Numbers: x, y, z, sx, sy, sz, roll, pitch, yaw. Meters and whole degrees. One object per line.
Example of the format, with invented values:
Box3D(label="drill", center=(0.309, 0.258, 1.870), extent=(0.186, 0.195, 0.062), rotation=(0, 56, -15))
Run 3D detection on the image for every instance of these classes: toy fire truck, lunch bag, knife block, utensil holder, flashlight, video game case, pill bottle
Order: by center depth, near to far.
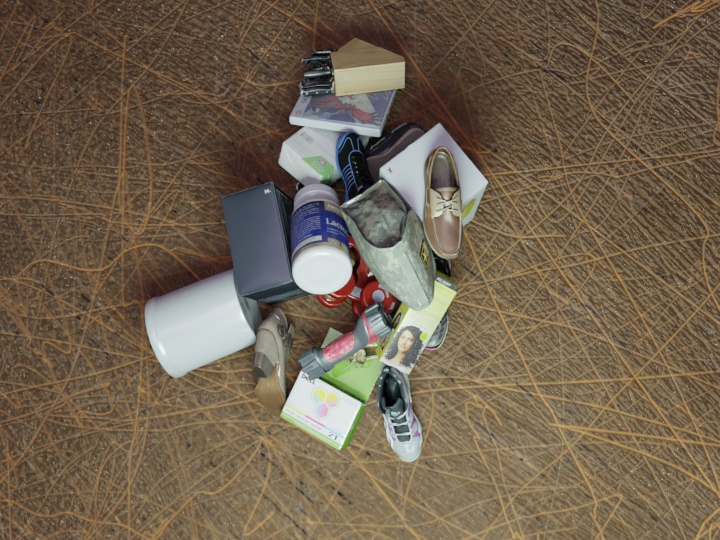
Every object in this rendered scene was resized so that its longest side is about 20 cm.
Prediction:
Box3D(label="lunch bag", center=(0.064, -0.040, 1.411), extent=(0.116, 0.166, 0.201), rotation=(-31, 39, -3))
Box3D(label="pill bottle", center=(-0.079, -0.065, 1.490), extent=(0.113, 0.117, 0.203), rotation=(-16, 46, 8))
Box3D(label="flashlight", center=(-0.031, 0.137, 1.496), extent=(0.197, 0.068, 0.069), rotation=(-31, 78, 14))
Box3D(label="toy fire truck", center=(0.000, 0.000, 1.577), extent=(0.196, 0.112, 0.172), rotation=(22, 73, -6))
Box3D(label="utensil holder", center=(-0.319, 0.104, 1.609), extent=(0.196, 0.170, 0.174), rotation=(-21, 79, 4))
Box3D(label="knife block", center=(-0.026, -0.404, 1.617), extent=(0.197, 0.065, 0.176), rotation=(29, 56, 25))
Box3D(label="video game case", center=(-0.031, -0.358, 1.633), extent=(0.195, 0.023, 0.185), rotation=(10, 50, 11))

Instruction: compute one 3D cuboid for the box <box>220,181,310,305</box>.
Box3D(label="box", center=(-0.184, -0.049, 1.584), extent=(0.120, 0.198, 0.205), rotation=(-14, 80, 8))

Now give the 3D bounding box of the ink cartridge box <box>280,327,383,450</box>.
Box3D(label="ink cartridge box", center=(-0.054, 0.236, 1.584), extent=(0.145, 0.076, 0.204), rotation=(25, 88, 13))

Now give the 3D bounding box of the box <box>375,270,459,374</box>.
Box3D(label="box", center=(0.109, 0.095, 1.505), extent=(0.074, 0.050, 0.203), rotation=(24, 102, -18))

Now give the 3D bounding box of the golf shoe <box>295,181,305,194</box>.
Box3D(label="golf shoe", center=(-0.076, -0.104, 1.624), extent=(0.077, 0.094, 0.201), rotation=(-40, 79, 2))

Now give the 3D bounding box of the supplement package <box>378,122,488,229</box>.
Box3D(label="supplement package", center=(0.135, -0.148, 1.520), extent=(0.151, 0.200, 0.152), rotation=(-37, 78, -10))

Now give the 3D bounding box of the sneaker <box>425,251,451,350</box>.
Box3D(label="sneaker", center=(0.144, 0.056, 1.563), extent=(0.072, 0.087, 0.206), rotation=(6, 84, 11))

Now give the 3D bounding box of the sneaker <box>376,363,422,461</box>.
Box3D(label="sneaker", center=(0.068, 0.284, 1.516), extent=(0.076, 0.140, 0.205), rotation=(-16, 87, 9))

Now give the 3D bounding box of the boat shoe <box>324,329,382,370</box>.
Box3D(label="boat shoe", center=(0.021, 0.154, 1.563), extent=(0.195, 0.074, 0.064), rotation=(-17, 63, -4))

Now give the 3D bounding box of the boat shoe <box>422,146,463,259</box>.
Box3D(label="boat shoe", center=(0.145, -0.123, 1.372), extent=(0.074, 0.072, 0.206), rotation=(-7, 76, -3))

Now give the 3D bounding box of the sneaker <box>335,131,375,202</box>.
Box3D(label="sneaker", center=(0.000, -0.180, 1.541), extent=(0.069, 0.077, 0.206), rotation=(-7, 88, -30))

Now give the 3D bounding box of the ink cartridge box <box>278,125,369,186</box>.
Box3D(label="ink cartridge box", center=(-0.063, -0.260, 1.628), extent=(0.117, 0.068, 0.200), rotation=(40, 56, 12))

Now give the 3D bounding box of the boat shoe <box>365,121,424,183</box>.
Box3D(label="boat shoe", center=(0.048, -0.243, 1.645), extent=(0.198, 0.073, 0.063), rotation=(-35, 41, 8))

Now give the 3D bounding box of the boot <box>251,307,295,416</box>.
Box3D(label="boot", center=(-0.170, 0.185, 1.603), extent=(0.068, 0.203, 0.148), rotation=(7, 48, 15))
